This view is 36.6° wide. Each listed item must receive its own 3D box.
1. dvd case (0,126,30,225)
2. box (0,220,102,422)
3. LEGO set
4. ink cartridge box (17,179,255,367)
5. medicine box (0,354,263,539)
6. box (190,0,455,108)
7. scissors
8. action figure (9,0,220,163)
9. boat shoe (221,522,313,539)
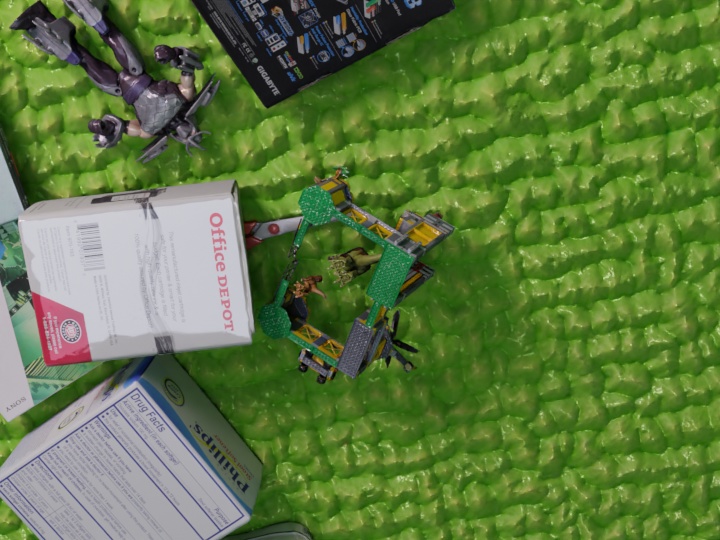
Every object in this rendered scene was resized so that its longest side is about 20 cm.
[{"bbox_3d":[-0.411,-0.124,1.031,0.145,0.022,0.201,-17,95,9],"label":"dvd case"},{"bbox_3d":[-0.356,0.037,1.094,0.144,0.036,0.200,-32,106,12],"label":"box"},{"bbox_3d":[0.000,0.000,1.044,0.153,0.116,0.201,23,117,19],"label":"LEGO set"},{"bbox_3d":[-0.203,0.001,1.027,0.199,0.083,0.146,-6,104,-2],"label":"ink cartridge box"},{"bbox_3d":[-0.233,0.210,1.112,0.200,0.103,0.182,-34,104,13],"label":"medicine box"},{"bbox_3d":[-0.046,-0.263,0.932,0.198,0.050,0.200,-28,131,10],"label":"box"},{"bbox_3d":[-0.099,-0.044,1.066,0.199,0.014,0.073,-24,105,12],"label":"scissors"},{"bbox_3d":[-0.217,-0.178,0.999,0.130,0.069,0.200,-44,105,10],"label":"action figure"},{"bbox_3d":[-0.144,0.332,1.169,0.199,0.066,0.072,-15,108,7],"label":"boat shoe"}]
